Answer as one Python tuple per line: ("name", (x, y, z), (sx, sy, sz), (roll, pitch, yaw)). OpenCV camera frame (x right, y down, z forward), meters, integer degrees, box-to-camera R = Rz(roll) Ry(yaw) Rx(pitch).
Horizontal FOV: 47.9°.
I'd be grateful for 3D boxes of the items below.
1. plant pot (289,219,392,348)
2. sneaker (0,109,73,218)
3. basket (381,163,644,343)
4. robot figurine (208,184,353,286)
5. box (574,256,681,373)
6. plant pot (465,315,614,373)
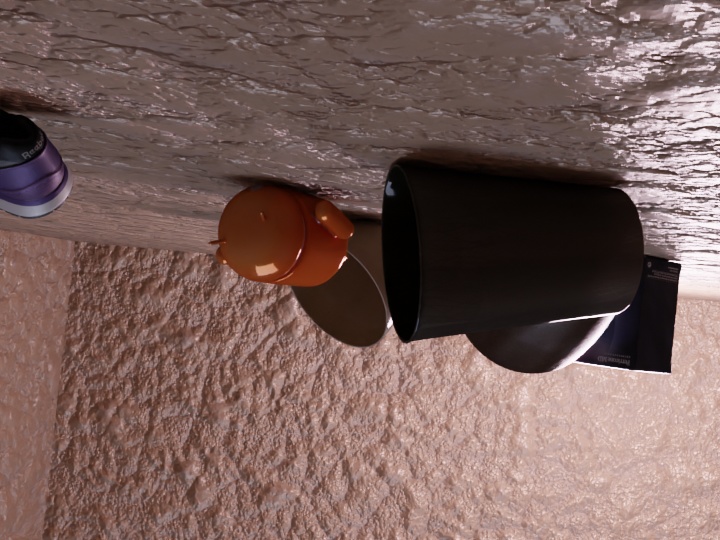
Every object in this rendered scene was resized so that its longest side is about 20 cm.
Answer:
("plant pot", (0.000, 0.000, 1.261), (0.199, 0.202, 0.134), (4, -146, 43))
("sneaker", (-0.323, -0.111, 0.624), (0.198, 0.076, 0.088), (13, 150, 7))
("basket", (0.129, -0.016, 0.707), (0.198, 0.137, 0.181), (0, -144, -8))
("robot figurine", (-0.090, -0.041, 0.972), (0.143, 0.118, 0.200), (22, -173, 28))
("box", (0.456, 0.076, 1.472), (0.122, 0.200, 0.199), (7, 177, -37))
("plant pot", (0.209, 0.008, 0.879), (0.185, 0.189, 0.200), (6, 167, -3))
